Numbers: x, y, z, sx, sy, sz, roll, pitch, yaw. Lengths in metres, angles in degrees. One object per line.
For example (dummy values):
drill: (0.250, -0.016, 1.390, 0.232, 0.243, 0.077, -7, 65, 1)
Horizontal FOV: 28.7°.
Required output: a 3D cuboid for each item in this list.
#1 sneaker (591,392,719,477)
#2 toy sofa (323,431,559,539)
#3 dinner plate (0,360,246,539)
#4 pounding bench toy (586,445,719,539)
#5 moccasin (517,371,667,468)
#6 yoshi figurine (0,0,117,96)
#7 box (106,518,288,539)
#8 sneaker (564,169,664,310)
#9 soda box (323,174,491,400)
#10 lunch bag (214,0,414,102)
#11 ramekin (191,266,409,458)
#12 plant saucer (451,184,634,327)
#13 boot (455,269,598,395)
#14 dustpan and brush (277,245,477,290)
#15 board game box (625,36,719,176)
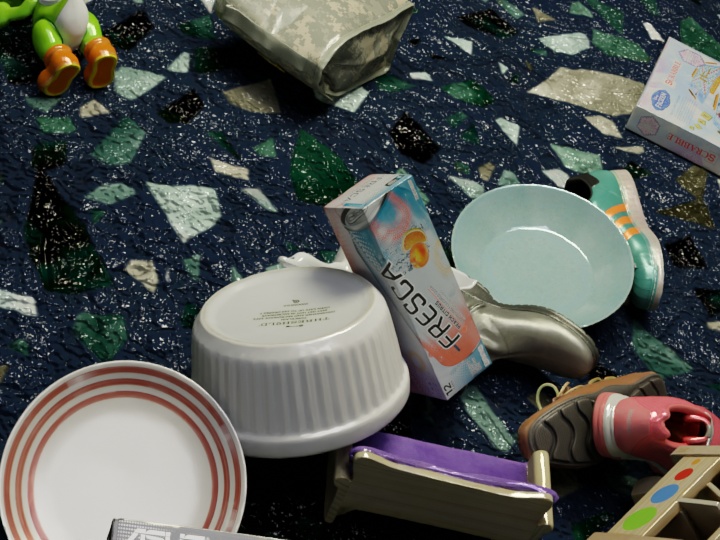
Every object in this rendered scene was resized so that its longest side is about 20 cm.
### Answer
sneaker: (0.302, 0.158, 1.319, 0.199, 0.086, 0.075, 13, 78, -45)
toy sofa: (0.071, 0.179, 1.227, 0.197, 0.098, 0.083, 13, 42, -9)
dinner plate: (-0.190, 0.173, 1.133, 0.197, 0.024, 0.203, 4, 68, -9)
pounding bench toy: (0.272, 0.248, 1.211, 0.155, 0.199, 0.125, -36, 102, -27)
moccasin: (0.214, 0.140, 1.350, 0.200, 0.077, 0.075, -24, 101, -44)
yoshi figurine: (-0.351, -0.280, 1.553, 0.111, 0.112, 0.202, -30, 71, 3)
box: (-0.101, 0.281, 1.058, 0.197, 0.044, 0.162, 11, 57, -13)
sneaker: (0.280, -0.033, 1.571, 0.079, 0.072, 0.202, -2, 45, -9)
soda box: (0.044, 0.015, 1.269, 0.063, 0.202, 0.068, -35, 22, -27)
lunch bag: (-0.060, -0.288, 1.648, 0.163, 0.118, 0.199, 37, 38, 15)
ramekin: (-0.057, 0.071, 1.226, 0.199, 0.096, 0.203, -5, 23, 2)
plant saucer: (0.191, -0.006, 1.503, 0.198, 0.039, 0.203, 4, 49, -5)
boot: (0.122, 0.084, 1.379, 0.198, 0.068, 0.131, 24, 44, 20)
dustpan and brush: (0.000, 0.000, 1.347, 0.199, 0.058, 0.139, 25, -13, -41)
board game box: (0.465, -0.205, 1.845, 0.198, 0.041, 0.201, 28, 42, 6)
